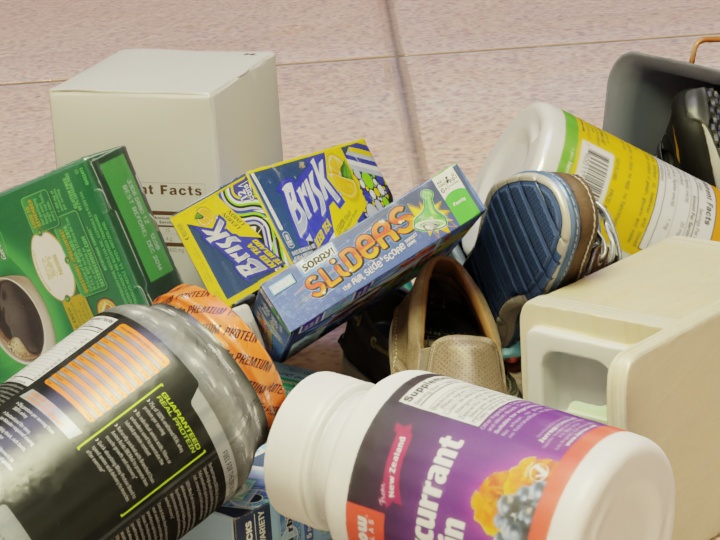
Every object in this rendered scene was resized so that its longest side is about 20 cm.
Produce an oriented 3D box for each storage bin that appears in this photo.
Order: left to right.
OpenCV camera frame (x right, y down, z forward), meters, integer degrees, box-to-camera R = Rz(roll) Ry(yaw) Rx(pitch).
[{"bbox_3d":[0.299,-0.104,2.005,0.134,0.146,0.200,-4,15,-37],"label":"storage bin"}]

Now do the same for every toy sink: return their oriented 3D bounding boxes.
[{"bbox_3d":[0.161,0.073,1.471,0.112,0.131,0.200,11,24,39],"label":"toy sink"}]

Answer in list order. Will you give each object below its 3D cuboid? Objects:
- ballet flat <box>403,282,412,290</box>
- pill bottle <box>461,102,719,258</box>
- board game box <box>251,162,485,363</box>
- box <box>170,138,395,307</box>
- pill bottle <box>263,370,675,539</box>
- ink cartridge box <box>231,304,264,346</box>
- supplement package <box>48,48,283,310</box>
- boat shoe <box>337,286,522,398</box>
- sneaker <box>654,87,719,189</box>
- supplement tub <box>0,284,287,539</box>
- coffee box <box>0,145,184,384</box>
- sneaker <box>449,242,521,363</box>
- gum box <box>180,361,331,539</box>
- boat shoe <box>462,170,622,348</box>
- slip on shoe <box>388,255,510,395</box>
[{"bbox_3d":[0.002,-0.002,1.870,0.074,0.075,0.200,-4,16,1],"label":"ballet flat"},{"bbox_3d":[0.174,-0.016,1.672,0.199,0.111,0.111,26,12,-15],"label":"pill bottle"},{"bbox_3d":[0.000,0.000,1.586,0.135,0.035,0.200,-32,-4,-8],"label":"board game box"},{"bbox_3d":[-0.042,-0.031,1.683,0.064,0.070,0.200,-29,-2,22],"label":"box"},{"bbox_3d":[0.052,0.115,1.362,0.199,0.112,0.111,15,25,33],"label":"pill bottle"},{"bbox_3d":[-0.162,0.074,1.614,0.199,0.037,0.095,-20,3,33],"label":"ink cartridge box"},{"bbox_3d":[-0.124,-0.038,1.760,0.119,0.201,0.121,3,18,20],"label":"supplement package"},{"bbox_3d":[0.043,0.057,1.657,0.072,0.061,0.202,-10,19,-24],"label":"boat shoe"},{"bbox_3d":[0.210,-0.044,1.770,0.090,0.200,0.070,-7,54,9],"label":"sneaker"},{"bbox_3d":[-0.141,0.100,1.376,0.200,0.123,0.122,-36,32,-26],"label":"supplement tub"},{"bbox_3d":[-0.205,0.005,1.670,0.200,0.123,0.044,-21,4,39],"label":"coffee box"},{"bbox_3d":[0.090,-0.007,1.790,0.079,0.096,0.200,-7,18,-11],"label":"sneaker"},{"bbox_3d":[-0.066,0.112,1.534,0.169,0.045,0.200,12,24,39],"label":"gum box"},{"bbox_3d":[0.111,-0.014,1.540,0.072,0.073,0.200,-15,-14,-16],"label":"boat shoe"},{"bbox_3d":[0.055,0.065,1.507,0.076,0.061,0.200,9,31,-8],"label":"slip on shoe"}]
